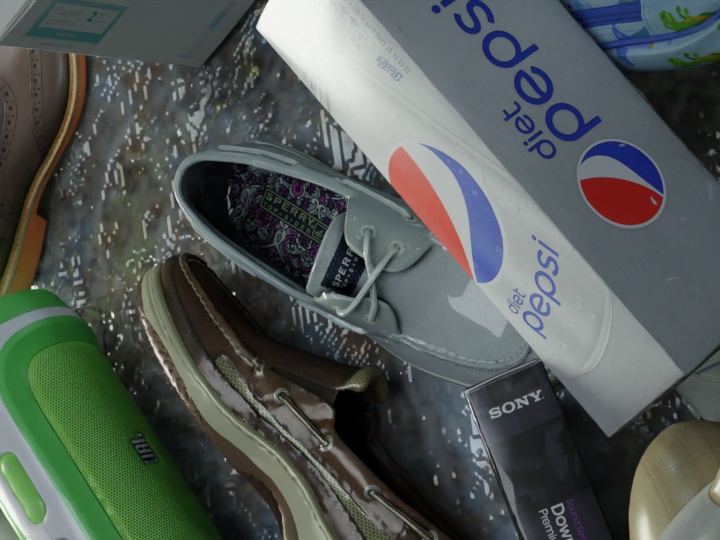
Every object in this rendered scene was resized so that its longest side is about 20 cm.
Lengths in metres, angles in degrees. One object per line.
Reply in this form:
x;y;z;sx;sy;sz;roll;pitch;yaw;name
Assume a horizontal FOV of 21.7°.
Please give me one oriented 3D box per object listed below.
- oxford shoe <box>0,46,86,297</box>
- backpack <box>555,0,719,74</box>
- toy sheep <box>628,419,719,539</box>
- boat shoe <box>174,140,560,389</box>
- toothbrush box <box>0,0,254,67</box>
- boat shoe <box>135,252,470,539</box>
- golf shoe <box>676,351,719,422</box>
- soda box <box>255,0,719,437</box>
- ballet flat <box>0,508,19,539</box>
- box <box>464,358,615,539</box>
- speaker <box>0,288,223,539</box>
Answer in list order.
-0.189;-0.072;0.933;0.071;0.073;0.201;13;98;32;oxford shoe
0.112;-0.137;0.692;0.199;0.163;0.155;16;124;39;backpack
0.149;0.114;0.541;0.200;0.137;0.138;48;115;41;toy sheep
0.000;-0.001;0.813;0.200;0.071;0.070;28;105;29;boat shoe
-0.144;-0.195;0.859;0.085;0.146;0.200;-47;68;25;toothbrush box
-0.019;0.065;0.836;0.075;0.075;0.203;-39;76;12;boat shoe
0.134;0.028;0.727;0.199;0.078;0.098;17;103;32;golf shoe
0.055;-0.044;0.663;0.200;0.068;0.063;49;150;7;soda box
-0.176;0.154;0.940;0.063;0.069;0.201;-12;94;23;ballet flat
0.093;0.139;0.716;0.036;0.143;0.201;-20;78;4;box
-0.124;0.108;0.887;0.088;0.088;0.200;-46;68;25;speaker
